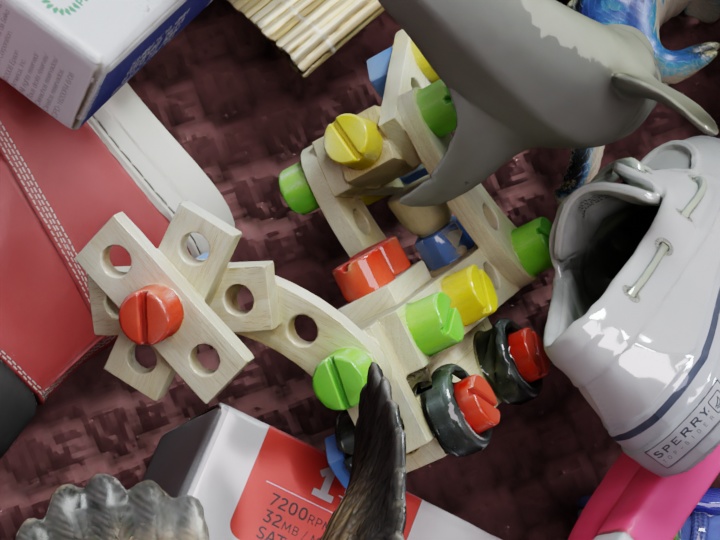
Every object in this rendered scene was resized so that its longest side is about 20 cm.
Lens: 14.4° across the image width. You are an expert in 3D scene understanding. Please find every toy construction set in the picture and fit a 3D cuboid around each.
[{"bbox_3d":[0.000,0.000,0.941,0.200,0.092,0.132,-31,95,-53],"label":"toy construction set"}]

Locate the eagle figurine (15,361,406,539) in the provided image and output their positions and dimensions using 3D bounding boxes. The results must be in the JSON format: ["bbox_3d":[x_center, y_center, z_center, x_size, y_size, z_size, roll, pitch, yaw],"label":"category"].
[{"bbox_3d":[-0.023,0.149,0.846,0.151,0.151,0.201,-26,98,-11],"label":"eagle figurine"}]

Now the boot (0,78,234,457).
[{"bbox_3d":[-0.156,-0.039,0.952,0.144,0.072,0.200,-42,97,-19],"label":"boot"}]

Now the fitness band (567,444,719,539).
[{"bbox_3d":[0.142,0.108,0.948,0.144,0.037,0.200,52,56,-13],"label":"fitness band"}]

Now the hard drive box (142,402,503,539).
[{"bbox_3d":[-0.027,0.170,0.944,0.155,0.077,0.201,26,72,-12],"label":"hard drive box"}]

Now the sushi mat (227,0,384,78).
[{"bbox_3d":[0.021,-0.159,1.032,0.200,0.012,0.096,-41,62,-15],"label":"sushi mat"}]

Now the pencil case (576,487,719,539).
[{"bbox_3d":[0.114,0.172,0.983,0.078,0.087,0.201,2,77,-7],"label":"pencil case"}]

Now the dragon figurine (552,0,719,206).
[{"bbox_3d":[0.088,-0.111,1.048,0.099,0.059,0.200,39,67,-5],"label":"dragon figurine"}]

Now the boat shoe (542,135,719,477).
[{"bbox_3d":[0.098,-0.009,0.958,0.067,0.200,0.074,41,110,-13],"label":"boat shoe"}]

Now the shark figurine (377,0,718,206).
[{"bbox_3d":[0.023,-0.069,0.898,0.214,0.128,0.090,30,104,-34],"label":"shark figurine"}]

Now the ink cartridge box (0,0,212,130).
[{"bbox_3d":[-0.116,-0.163,0.948,0.200,0.043,0.196,37,46,5],"label":"ink cartridge box"}]
